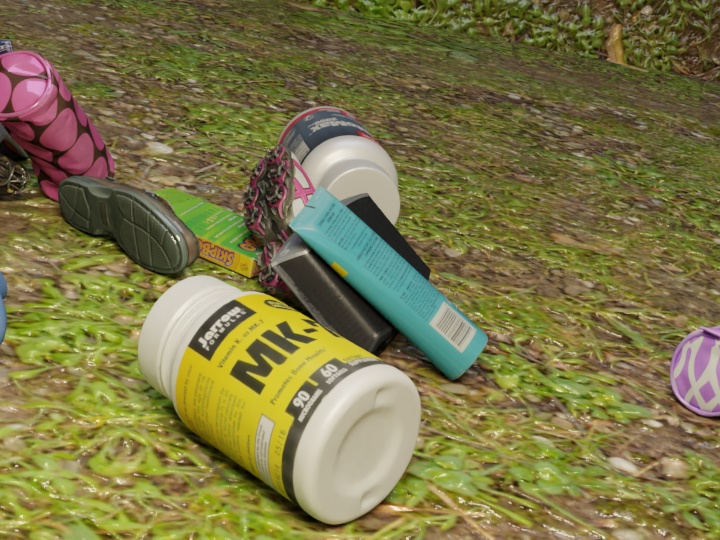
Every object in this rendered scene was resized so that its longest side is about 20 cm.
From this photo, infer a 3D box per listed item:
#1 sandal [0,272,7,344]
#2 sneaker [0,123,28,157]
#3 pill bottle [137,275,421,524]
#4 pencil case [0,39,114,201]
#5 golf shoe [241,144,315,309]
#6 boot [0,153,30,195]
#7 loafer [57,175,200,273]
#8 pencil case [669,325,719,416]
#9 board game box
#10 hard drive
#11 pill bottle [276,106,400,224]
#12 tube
[{"bbox_3d":[-0.321,0.007,1.058,0.086,0.080,0.200,21,15,-41],"label":"sandal"},{"bbox_3d":[-0.424,-0.164,1.451,0.081,0.078,0.200,-7,-1,4],"label":"sneaker"},{"bbox_3d":[-0.063,0.084,0.930,0.199,0.116,0.113,27,24,38],"label":"pill bottle"},{"bbox_3d":[-0.321,-0.141,1.327,0.092,0.201,0.092,-10,63,5],"label":"pencil case"},{"bbox_3d":[-0.062,-0.038,1.288,0.092,0.072,0.202,29,34,-38],"label":"golf shoe"},{"bbox_3d":[-0.397,-0.126,1.285,0.173,0.070,0.199,33,-12,-39],"label":"boot"},{"bbox_3d":[-0.218,-0.057,1.288,0.199,0.073,0.063,24,34,37],"label":"loafer"},{"bbox_3d":[0.368,0.079,1.250,0.083,0.087,0.199,25,24,30],"label":"pencil case"},{"bbox_3d":[-0.151,-0.039,1.359,0.198,0.030,0.095,20,21,27],"label":"board game box"},{"bbox_3d":[0.000,0.000,1.209,0.135,0.042,0.200,50,25,-3],"label":"hard drive"},{"bbox_3d":[-0.022,-0.103,1.476,0.118,0.121,0.200,6,20,-18],"label":"pill bottle"},{"bbox_3d":[0.024,0.010,1.140,0.200,0.050,0.078,43,29,-7],"label":"tube"}]
